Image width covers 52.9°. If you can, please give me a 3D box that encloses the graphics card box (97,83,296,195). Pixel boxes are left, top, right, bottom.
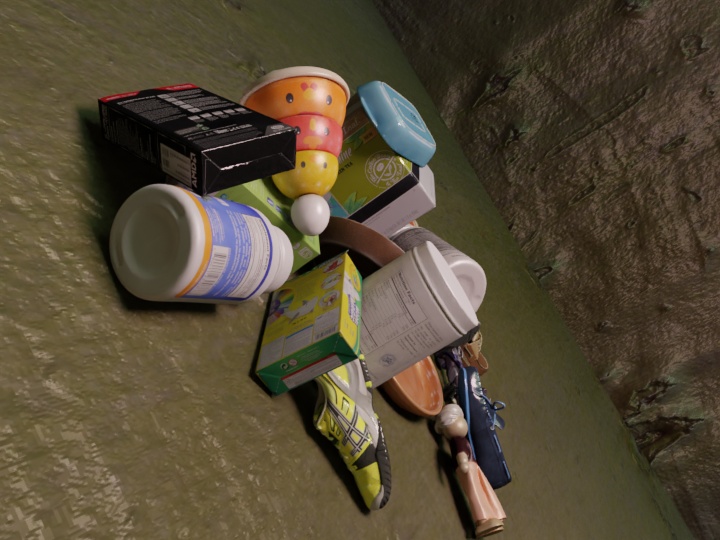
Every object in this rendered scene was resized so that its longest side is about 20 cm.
[{"bbox_3d":[-0.177,-0.148,0.781,0.199,0.051,0.125,27,35,35],"label":"graphics card box"}]

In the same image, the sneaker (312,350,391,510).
[{"bbox_3d":[-0.016,0.189,0.864,0.075,0.076,0.202,152,-78,-76],"label":"sneaker"}]

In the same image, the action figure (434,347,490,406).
[{"bbox_3d":[0.176,0.203,1.288,0.130,0.069,0.202,40,28,-51],"label":"action figure"}]

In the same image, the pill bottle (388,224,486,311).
[{"bbox_3d":[0.101,-0.002,1.161,0.114,0.114,0.200,42,0,-37],"label":"pill bottle"}]

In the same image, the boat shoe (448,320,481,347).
[{"bbox_3d":[0.130,0.089,1.226,0.201,0.075,0.065,3,38,-50],"label":"boat shoe"}]

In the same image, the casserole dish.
[{"bbox_3d":[0.062,-0.229,1.118,0.200,0.039,0.122,12,48,-64],"label":"casserole dish"}]

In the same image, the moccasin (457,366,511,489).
[{"bbox_3d":[0.204,0.255,1.190,0.080,0.067,0.202,-172,-107,-88],"label":"moccasin"}]

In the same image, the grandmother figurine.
[{"bbox_3d":[0.166,0.303,1.115,0.122,0.060,0.202,88,-13,-60],"label":"grandmother figurine"}]

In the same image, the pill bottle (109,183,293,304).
[{"bbox_3d":[-0.156,-0.021,0.767,0.113,0.112,0.200,63,20,15],"label":"pill bottle"}]

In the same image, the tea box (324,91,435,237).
[{"bbox_3d":[-0.012,-0.149,1.170,0.197,0.199,0.134,48,22,-20],"label":"tea box"}]

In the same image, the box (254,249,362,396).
[{"bbox_3d":[-0.058,0.054,0.878,0.049,0.117,0.201,56,18,-27],"label":"box"}]

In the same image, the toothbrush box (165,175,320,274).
[{"bbox_3d":[-0.149,-0.101,0.942,0.200,0.086,0.146,44,23,-36],"label":"toothbrush box"}]

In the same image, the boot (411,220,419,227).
[{"bbox_3d":[0.059,-0.077,1.430,0.107,0.075,0.201,42,25,-24],"label":"boot"}]

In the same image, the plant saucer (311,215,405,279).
[{"bbox_3d":[0.000,0.000,1.057,0.200,0.199,0.035,46,61,-29],"label":"plant saucer"}]

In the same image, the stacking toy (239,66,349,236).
[{"bbox_3d":[-0.069,-0.140,0.917,0.146,0.145,0.202,17,58,-61],"label":"stacking toy"}]

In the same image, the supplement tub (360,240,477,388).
[{"bbox_3d":[0.038,0.067,0.946,0.132,0.199,0.132,55,12,-17],"label":"supplement tub"}]

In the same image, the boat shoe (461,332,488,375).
[{"bbox_3d":[0.206,0.145,1.434,0.200,0.074,0.076,40,26,-40],"label":"boat shoe"}]

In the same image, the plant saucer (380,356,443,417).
[{"bbox_3d":[0.062,0.144,1.149,0.200,0.037,0.201,49,21,-26],"label":"plant saucer"}]
